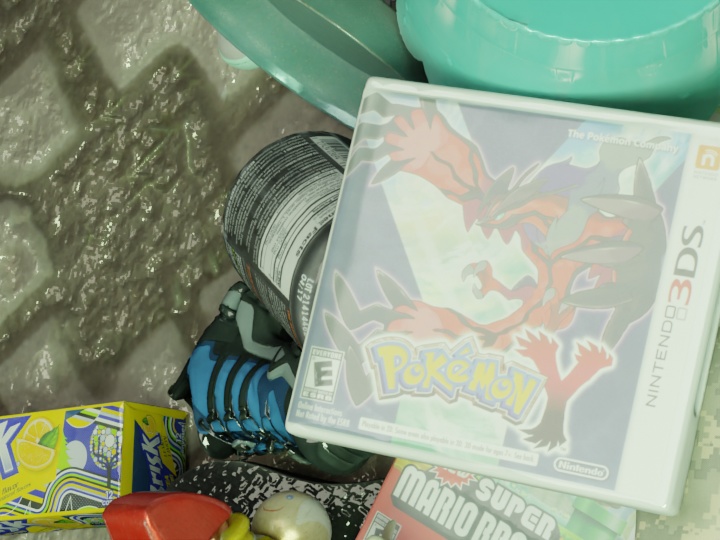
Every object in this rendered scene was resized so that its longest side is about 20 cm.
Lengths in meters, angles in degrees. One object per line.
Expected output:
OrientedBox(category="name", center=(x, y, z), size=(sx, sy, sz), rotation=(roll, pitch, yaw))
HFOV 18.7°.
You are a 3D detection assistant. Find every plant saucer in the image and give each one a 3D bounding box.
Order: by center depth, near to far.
OrientedBox(category="plant saucer", center=(-0.018, -0.131, 1.225), size=(0.200, 0.200, 0.036), rotation=(28, 79, 37))

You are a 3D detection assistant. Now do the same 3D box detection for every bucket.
OrientedBox(category="bucket", center=(0.114, -0.169, 1.086), size=(0.206, 0.135, 0.208), rotation=(-1, 72, 2))

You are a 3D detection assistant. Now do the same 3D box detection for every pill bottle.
OrientedBox(category="pill bottle", center=(0.000, 0.000, 1.182), size=(0.107, 0.106, 0.200), rotation=(-61, 26, 8))

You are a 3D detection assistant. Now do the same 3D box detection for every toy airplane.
OrientedBox(category="toy airplane", center=(-0.046, 0.188, 1.174), size=(0.199, 0.199, 0.141), rotation=(22, 59, 3))

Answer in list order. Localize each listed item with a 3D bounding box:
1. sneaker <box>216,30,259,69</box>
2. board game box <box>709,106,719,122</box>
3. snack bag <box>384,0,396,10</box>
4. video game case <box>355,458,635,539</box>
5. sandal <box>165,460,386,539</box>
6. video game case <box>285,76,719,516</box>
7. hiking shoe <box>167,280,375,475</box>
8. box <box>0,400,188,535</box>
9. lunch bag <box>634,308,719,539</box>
OrientedBox(category="sneaker", center=(-0.079, -0.227, 1.301), size=(0.078, 0.140, 0.201), rotation=(27, 100, 49))
OrientedBox(category="board game box", center=(0.188, -0.061, 1.157), size=(0.096, 0.030, 0.200), rotation=(47, 109, 34))
OrientedBox(category="snack bag", center=(0.061, -0.236, 1.295), size=(0.199, 0.021, 0.189), rotation=(0, 79, 36))
OrientedBox(category="video game case", center=(0.093, 0.104, 1.162), size=(0.143, 0.017, 0.201), rotation=(30, 100, 24))
OrientedBox(category="sandal", center=(-0.021, 0.150, 1.251), size=(0.200, 0.048, 0.076), rotation=(1, 81, 23))
OrientedBox(category="video game case", center=(0.074, 0.008, 1.039), size=(0.199, 0.023, 0.183), rotation=(10, 82, 25))
OrientedBox(category="hiking shoe", center=(-0.048, 0.081, 1.234), size=(0.087, 0.074, 0.200), rotation=(-52, 25, 3))
OrientedBox(category="box", center=(-0.204, 0.127, 1.374), size=(0.199, 0.064, 0.070), rotation=(-9, 73, 35))
OrientedBox(category="lunch bag", center=(0.237, 0.104, 1.018), size=(0.199, 0.118, 0.165), rotation=(2, 79, 27))
